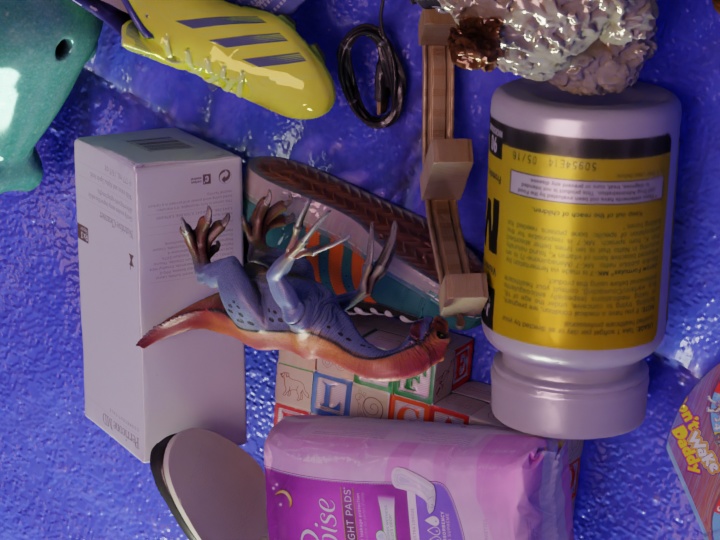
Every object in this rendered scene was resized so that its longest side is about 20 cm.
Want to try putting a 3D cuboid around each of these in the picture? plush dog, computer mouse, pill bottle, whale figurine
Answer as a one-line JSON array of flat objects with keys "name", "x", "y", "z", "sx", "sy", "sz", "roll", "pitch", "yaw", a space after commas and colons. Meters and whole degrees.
[{"name": "plush dog", "x": 0.125, "y": -0.185, "z": 1.237, "sx": 0.171, "sy": 0.161, "sz": 0.200, "roll": -33, "pitch": 106, "yaw": 23}, {"name": "computer mouse", "x": 0.018, "y": -0.185, "z": 1.445, "sx": 0.058, "sy": 0.034, "sz": 0.201, "roll": 5, "pitch": 115, "yaw": -8}, {"name": "pill bottle", "x": 0.129, "y": -0.009, "z": 1.376, "sx": 0.114, "sy": 0.114, "sz": 0.201, "roll": 11, "pitch": 108, "yaw": 28}, {"name": "whale figurine", "x": -0.229, "y": -0.130, "z": 1.526, "sx": 0.104, "sy": 0.159, "sz": 0.201, "roll": 28, "pitch": 123, "yaw": 36}]

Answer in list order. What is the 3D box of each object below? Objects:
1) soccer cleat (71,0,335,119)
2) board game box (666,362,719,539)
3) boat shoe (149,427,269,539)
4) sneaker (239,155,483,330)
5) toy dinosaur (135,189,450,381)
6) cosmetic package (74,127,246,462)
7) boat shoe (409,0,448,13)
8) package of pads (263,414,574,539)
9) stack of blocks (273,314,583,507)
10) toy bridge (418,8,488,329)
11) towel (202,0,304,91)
[{"name": "soccer cleat", "x": -0.108, "y": -0.146, "z": 1.448, "sx": 0.200, "sy": 0.084, "sz": 0.065, "roll": 34, "pitch": 138, "yaw": 11}, {"name": "board game box", "x": 0.265, "y": 0.143, "z": 1.381, "sx": 0.157, "sy": 0.039, "sz": 0.201, "roll": -22, "pitch": 91, "yaw": 33}, {"name": "boat shoe", "x": -0.082, "y": 0.175, "z": 1.530, "sx": 0.063, "sy": 0.074, "sz": 0.201, "roll": -1, "pitch": 142, "yaw": 40}, {"name": "sneaker", "x": 0.000, "y": 0.000, "z": 1.486, "sx": 0.199, "sy": 0.071, "sz": 0.080, "roll": 30, "pitch": 118, "yaw": 30}, {"name": "toy dinosaur", "x": -0.027, "y": 0.027, "z": 1.396, "sx": 0.182, "sy": 0.105, "sz": 0.201, "roll": 53, "pitch": 132, "yaw": 34}, {"name": "cosmetic package", "x": -0.133, "y": 0.014, "z": 1.535, "sx": 0.113, "sy": 0.081, "sz": 0.201, "roll": 24, "pitch": 117, "yaw": 59}, {"name": "boat shoe", "x": 0.051, "y": -0.188, "z": 1.380, "sx": 0.199, "sy": 0.072, "sz": 0.068, "roll": 22, "pitch": 121, "yaw": -1}, {"name": "package of pads", "x": 0.038, "y": 0.154, "z": 1.428, "sx": 0.199, "sy": 0.076, "sz": 0.121, "roll": 2, "pitch": 102, "yaw": 30}, {"name": "stack of blocks", "x": 0.043, "y": 0.101, "z": 1.491, "sx": 0.199, "sy": 0.059, "sz": 0.116, "roll": 15, "pitch": 111, "yaw": 26}, {"name": "toy bridge", "x": 0.053, "y": -0.060, "z": 1.410, "sx": 0.027, "sy": 0.067, "sz": 0.201, "roll": -1, "pitch": 70, "yaw": -7}, {"name": "towel", "x": -0.125, "y": -0.223, "z": 1.480, "sx": 0.200, "sy": 0.024, "sz": 0.145, "roll": 47, "pitch": 140, "yaw": -3}]
